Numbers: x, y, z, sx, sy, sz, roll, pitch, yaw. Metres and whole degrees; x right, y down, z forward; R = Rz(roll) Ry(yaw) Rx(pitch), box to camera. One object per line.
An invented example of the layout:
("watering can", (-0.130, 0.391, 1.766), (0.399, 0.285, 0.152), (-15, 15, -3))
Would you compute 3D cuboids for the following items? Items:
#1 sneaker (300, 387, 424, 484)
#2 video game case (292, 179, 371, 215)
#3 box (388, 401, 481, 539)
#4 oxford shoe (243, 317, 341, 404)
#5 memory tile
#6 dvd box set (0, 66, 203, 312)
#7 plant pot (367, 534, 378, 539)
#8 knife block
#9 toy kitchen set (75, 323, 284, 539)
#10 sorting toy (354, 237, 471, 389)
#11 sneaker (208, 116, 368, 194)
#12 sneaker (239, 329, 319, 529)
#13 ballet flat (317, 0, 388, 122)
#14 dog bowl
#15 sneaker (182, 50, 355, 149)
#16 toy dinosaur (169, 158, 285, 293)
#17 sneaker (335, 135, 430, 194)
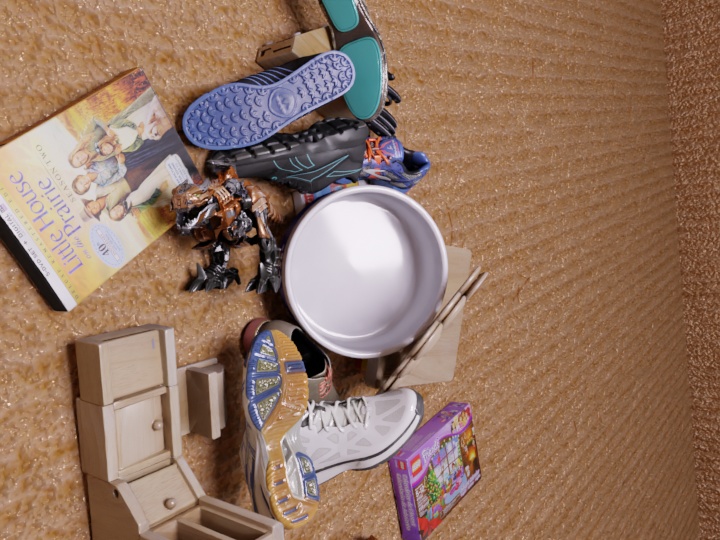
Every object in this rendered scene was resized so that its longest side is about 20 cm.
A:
("sneaker", (-0.032, 0.174, 0.773), (0.115, 0.200, 0.076), (48, 19, -33))
("video game case", (-0.010, -0.055, 0.938), (0.199, 0.017, 0.144), (-23, 106, -50))
("box", (0.123, 0.313, 1.076), (0.199, 0.039, 0.138), (-25, 107, -50))
("oxford shoe", (-0.062, 0.137, 0.817), (0.200, 0.074, 0.071), (55, 47, -36))
("memory tile", (0.080, 0.086, 0.826), (0.017, 0.200, 0.153), (38, 54, 7))
("dvd box set", (-0.242, -0.080, 0.630), (0.200, 0.029, 0.147), (-50, 126, -41))
("plant pot", (0.058, 0.463, 0.880), (0.140, 0.199, 0.200), (-54, 130, -18))
("knife block", (-0.026, -0.229, 0.886), (0.200, 0.064, 0.177), (-38, 117, -46))
("toy kitchen set", (-0.138, 0.155, 0.633), (0.163, 0.179, 0.202), (-12, 102, -52))
("sorting toy", (0.068, 0.057, 0.974), (0.199, 0.069, 0.201), (6, 93, -51))
("sneaker", (-0.076, -0.122, 0.786), (0.199, 0.075, 0.080), (-15, 124, -26))
("sneaker", (-0.101, 0.166, 0.713), (0.075, 0.088, 0.202), (5, 72, -36))
("ballet flat", (-0.004, -0.285, 0.821), (0.075, 0.067, 0.202), (-49, 124, -60))
("dog bowl", (0.000, 0.000, 0.820), (0.198, 0.079, 0.202), (-1, 94, -16))
("sneaker", (-0.102, -0.186, 0.757), (0.199, 0.078, 0.071), (-23, 105, -12))
("toy dinosaur", (-0.125, -0.047, 0.715), (0.199, 0.102, 0.137), (-8, 97, -49))
("sneaker", (0.017, -0.155, 0.911), (0.199, 0.078, 0.076), (6, 66, -46))
